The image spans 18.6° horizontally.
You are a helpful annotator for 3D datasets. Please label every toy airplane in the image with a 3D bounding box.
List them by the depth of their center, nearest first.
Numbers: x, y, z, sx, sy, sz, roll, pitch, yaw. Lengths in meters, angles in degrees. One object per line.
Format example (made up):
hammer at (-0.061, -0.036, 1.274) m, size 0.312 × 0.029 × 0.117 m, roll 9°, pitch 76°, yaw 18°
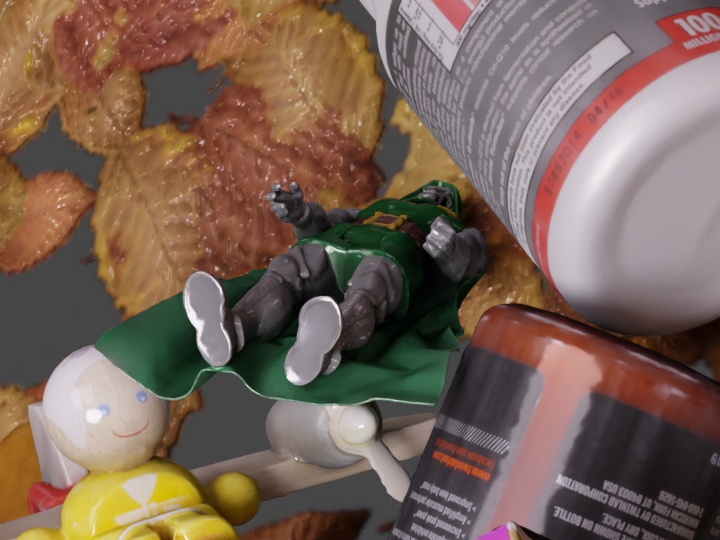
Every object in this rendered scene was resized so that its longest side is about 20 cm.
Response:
toy airplane at (-0.087, 0.086, 0.794) m, size 0.198 × 0.200 × 0.142 m, roll 5°, pitch 116°, yaw 21°

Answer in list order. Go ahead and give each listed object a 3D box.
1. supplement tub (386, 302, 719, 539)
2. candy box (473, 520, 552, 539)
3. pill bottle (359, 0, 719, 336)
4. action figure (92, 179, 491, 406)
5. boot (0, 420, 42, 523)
supplement tub at (0.052, 0.119, 0.726) m, size 0.107 × 0.107 × 0.201 m, roll 20°, pitch 85°, yaw 45°
candy box at (0.090, 0.164, 0.606) m, size 0.061 × 0.200 × 0.137 m, roll -32°, pitch 52°, yaw 26°
pill bottle at (0.075, -0.079, 0.795) m, size 0.116 × 0.116 × 0.200 m, roll -48°, pitch 47°, yaw 13°
action figure at (0.000, 0.000, 0.791) m, size 0.118 × 0.200 × 0.055 m, roll 13°, pitch 107°, yaw 15°
boot at (-0.175, 0.136, 0.893) m, size 0.071 × 0.144 × 0.202 m, roll -20°, pitch 58°, yaw 33°
